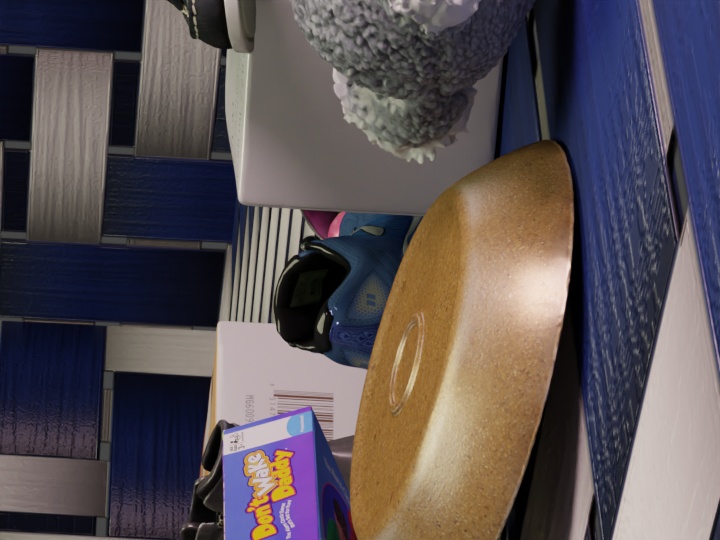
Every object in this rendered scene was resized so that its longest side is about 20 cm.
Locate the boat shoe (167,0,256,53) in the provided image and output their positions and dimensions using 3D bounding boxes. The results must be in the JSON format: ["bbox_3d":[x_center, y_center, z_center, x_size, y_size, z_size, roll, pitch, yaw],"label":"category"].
[{"bbox_3d":[-0.079,-0.147,1.254,0.200,0.060,0.076,-102,9,-65],"label":"boat shoe"}]

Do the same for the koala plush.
[{"bbox_3d":[0.010,-0.153,1.121,0.177,0.183,0.200,106,154,-71],"label":"koala plush"}]

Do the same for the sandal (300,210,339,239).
[{"bbox_3d":[-0.021,-0.052,1.972,0.075,0.048,0.201,98,172,-47],"label":"sandal"}]

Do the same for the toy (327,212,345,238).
[{"bbox_3d":[0.004,-0.031,1.689,0.200,0.047,0.115,101,169,-61],"label":"toy"}]

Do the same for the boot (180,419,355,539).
[{"bbox_3d":[-0.029,0.152,1.476,0.070,0.131,0.200,-95,10,-54],"label":"boot"}]

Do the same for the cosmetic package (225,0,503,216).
[{"bbox_3d":[0.001,-0.145,1.381,0.200,0.123,0.200,-102,16,-76],"label":"cosmetic package"}]

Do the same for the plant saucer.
[{"bbox_3d":[0.033,0.040,1.136,0.200,0.035,0.201,-165,90,-80],"label":"plant saucer"}]

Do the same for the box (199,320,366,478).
[{"bbox_3d":[-0.049,0.151,1.853,0.200,0.106,0.152,100,171,-53],"label":"box"}]

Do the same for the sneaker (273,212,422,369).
[{"bbox_3d":[0.000,0.000,1.477,0.200,0.089,0.079,-105,20,-75],"label":"sneaker"}]

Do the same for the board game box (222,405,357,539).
[{"bbox_3d":[-0.009,0.182,1.317,0.135,0.045,0.200,-94,-15,-54],"label":"board game box"}]
